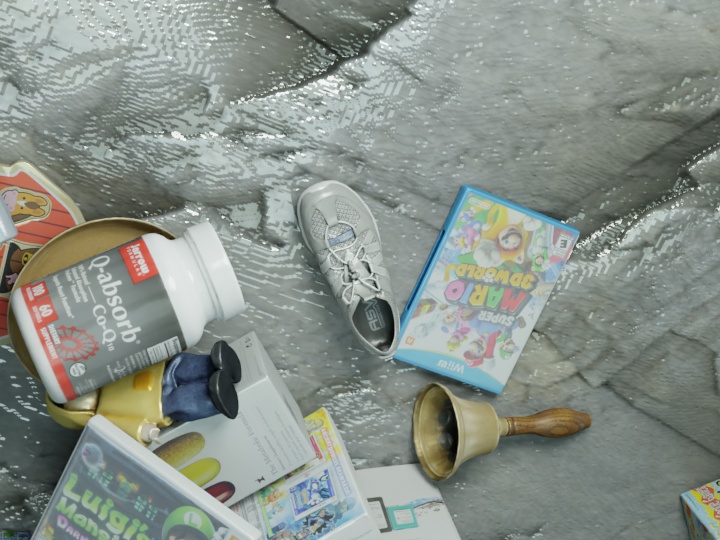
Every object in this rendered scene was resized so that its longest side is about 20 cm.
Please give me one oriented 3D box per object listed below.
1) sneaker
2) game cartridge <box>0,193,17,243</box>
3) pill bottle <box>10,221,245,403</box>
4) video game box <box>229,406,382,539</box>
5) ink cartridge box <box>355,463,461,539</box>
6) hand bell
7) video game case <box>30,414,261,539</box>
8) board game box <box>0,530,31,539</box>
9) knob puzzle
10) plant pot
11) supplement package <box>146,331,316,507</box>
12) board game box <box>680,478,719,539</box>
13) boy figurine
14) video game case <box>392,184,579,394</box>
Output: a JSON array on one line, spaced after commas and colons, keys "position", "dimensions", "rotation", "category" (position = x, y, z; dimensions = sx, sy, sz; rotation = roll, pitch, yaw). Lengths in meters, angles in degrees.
[{"position": [0.000, 0.000, 1.419], "dimensions": [0.074, 0.082, 0.201], "rotation": [-27, 115, -1], "category": "sneaker"}, {"position": [-0.437, -0.053, 1.307], "dimensions": [0.198, 0.042, 0.134], "rotation": [-24, 105, 3], "category": "game cartridge"}, {"position": [-0.217, 0.034, 1.319], "dimensions": [0.198, 0.116, 0.117], "rotation": [-24, 115, -11], "category": "pill bottle"}, {"position": [-0.085, 0.248, 1.436], "dimensions": [0.181, 0.200, 0.047], "rotation": [-31, 120, 2], "category": "video game box"}, {"position": [0.026, 0.324, 1.490], "dimensions": [0.144, 0.200, 0.149], "rotation": [-6, 113, -9], "category": "ink cartridge box"}, {"position": [0.167, 0.169, 1.538], "dimensions": [0.198, 0.104, 0.105], "rotation": [-2, 113, -26], "category": "hand bell"}, {"position": [-0.214, 0.266, 1.342], "dimensions": [0.199, 0.023, 0.183], "rotation": [33, 110, 11], "category": "video game case"}, {"position": [-0.455, 0.374, 1.478], "dimensions": [0.197, 0.062, 0.203], "rotation": [3, 111, -15], "category": "board game box"}, {"position": [-0.348, -0.011, 1.365], "dimensions": [0.217, 0.030, 0.223], "rotation": [-5, 112, -11], "category": "knob puzzle"}, {"position": [-0.252, 0.034, 1.390], "dimensions": [0.197, 0.028, 0.202], "rotation": [-11, 121, -18], "category": "plant pot"}, {"position": [-0.163, 0.175, 1.437], "dimensions": [0.198, 0.110, 0.114], "rotation": [-30, 115, 0], "category": "supplement package"}, {"position": [0.493, 0.292, 1.636], "dimensions": [0.198, 0.103, 0.106], "rotation": [-20, 114, -4], "category": "board game box"}, {"position": [-0.215, 0.114, 1.371], "dimensions": [0.197, 0.126, 0.065], "rotation": [-7, 145, 16], "category": "boy figurine"}, {"position": [0.130, 0.023, 1.493], "dimensions": [0.142, 0.018, 0.202], "rotation": [19, 106, -20], "category": "video game case"}]
